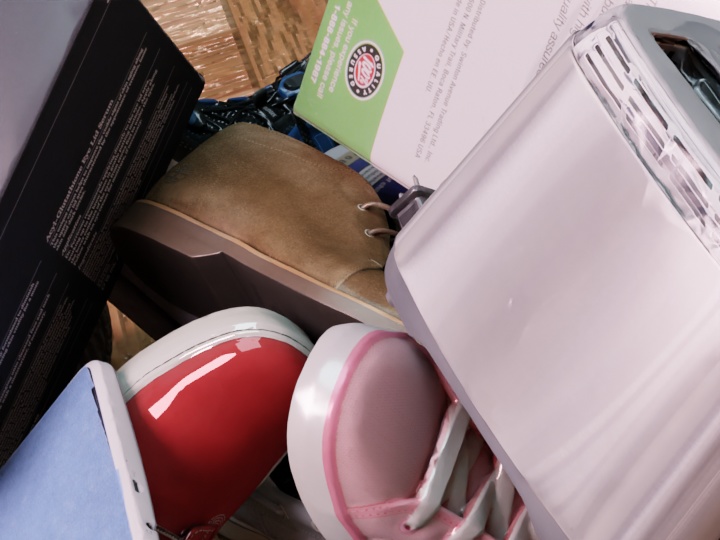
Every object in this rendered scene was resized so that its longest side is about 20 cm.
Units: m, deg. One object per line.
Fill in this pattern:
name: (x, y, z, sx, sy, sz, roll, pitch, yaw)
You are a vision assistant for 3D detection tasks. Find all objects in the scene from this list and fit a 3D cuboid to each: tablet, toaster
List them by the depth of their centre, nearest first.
toaster: (0.098, 0.005, 0.881, 0.113, 0.129, 0.200, 7, 41, -44)
tablet: (-0.141, 0.137, 0.990, 0.200, 0.014, 0.130, -50, 30, 18)

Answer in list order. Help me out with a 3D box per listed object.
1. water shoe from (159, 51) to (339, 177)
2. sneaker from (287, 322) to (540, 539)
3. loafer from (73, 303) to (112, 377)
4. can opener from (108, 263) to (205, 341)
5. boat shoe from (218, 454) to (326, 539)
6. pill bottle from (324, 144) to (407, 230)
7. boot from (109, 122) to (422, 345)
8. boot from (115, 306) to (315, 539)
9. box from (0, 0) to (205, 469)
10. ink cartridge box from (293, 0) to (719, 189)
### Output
water shoe: (-0.039, -0.063, 1.199, 0.071, 0.079, 0.200, 36, 16, 29)
sneaker: (0.058, 0.085, 0.927, 0.104, 0.200, 0.076, 4, 57, 32)
loafer: (-0.183, 0.063, 1.161, 0.069, 0.075, 0.200, 18, 45, 34)
can opener: (-0.122, -0.008, 1.159, 0.067, 0.053, 0.200, -31, 43, -22)
boat shoe: (-0.014, 0.077, 1.081, 0.070, 0.072, 0.201, -33, 37, -25)
pill bottle: (0.059, 0.024, 1.094, 0.200, 0.111, 0.111, 22, 48, 41)
boot: (0.000, 0.000, 1.035, 0.200, 0.074, 0.076, 27, 65, 31)
boot: (-0.081, 0.116, 0.996, 0.200, 0.072, 0.144, -45, 28, 22)
box: (-0.147, -0.018, 1.043, 0.079, 0.141, 0.201, 22, 80, 14)
ink cartridge box: (0.088, -0.079, 1.005, 0.200, 0.146, 0.084, 35, 29, 30)
